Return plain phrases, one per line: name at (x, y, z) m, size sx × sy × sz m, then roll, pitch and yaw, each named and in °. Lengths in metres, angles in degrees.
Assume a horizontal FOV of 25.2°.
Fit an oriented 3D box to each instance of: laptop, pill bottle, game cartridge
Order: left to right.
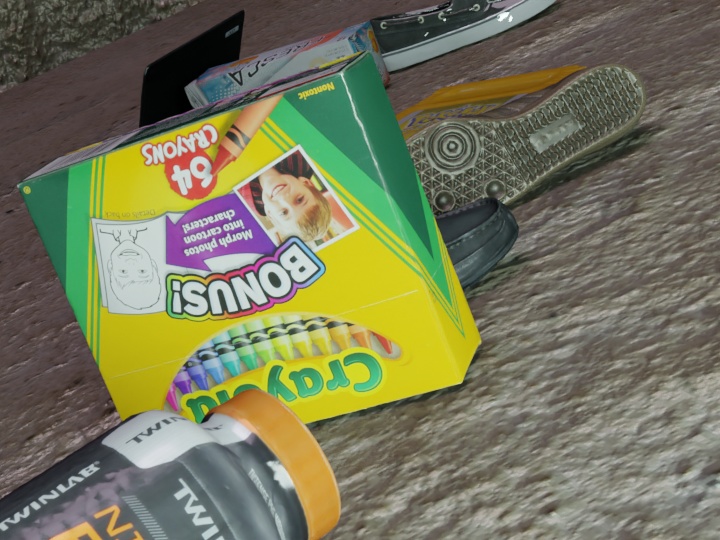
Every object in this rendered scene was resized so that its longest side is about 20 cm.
pill bottle at (-0.102, 0.126, 0.646) m, size 0.199 × 0.107 × 0.106 m, roll -33°, pitch 20°, yaw -29°
laptop at (-0.230, -0.191, 1.782) m, size 0.199 × 0.104 × 0.177 m, roll -8°, pitch 22°, yaw 40°
game cartridge at (0.066, -0.106, 1.266) m, size 0.176 × 0.033 × 0.200 m, roll -3°, pitch 27°, yaw 48°

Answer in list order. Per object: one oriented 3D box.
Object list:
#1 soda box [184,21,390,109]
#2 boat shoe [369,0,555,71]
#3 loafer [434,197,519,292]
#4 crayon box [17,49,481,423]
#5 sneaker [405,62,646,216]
soda box at (-0.074, -0.189, 1.629) m, size 0.199 × 0.069 × 0.064 m, roll -13°, pitch 19°, yaw 27°
boat shoe at (0.104, -0.264, 1.653) m, size 0.199 × 0.057 × 0.069 m, roll -21°, pitch 17°, yaw 7°
loafer at (0.000, 0.000, 0.960) m, size 0.199 × 0.071 × 0.068 m, roll -25°, pitch 17°, yaw -7°
crayon box at (-0.059, -0.003, 0.866) m, size 0.199 × 0.174 × 0.058 m, roll -16°, pitch 14°, yaw 22°
sneaker at (0.103, -0.081, 1.117) m, size 0.199 × 0.071 × 0.076 m, roll -21°, pitch -2°, yaw -5°
